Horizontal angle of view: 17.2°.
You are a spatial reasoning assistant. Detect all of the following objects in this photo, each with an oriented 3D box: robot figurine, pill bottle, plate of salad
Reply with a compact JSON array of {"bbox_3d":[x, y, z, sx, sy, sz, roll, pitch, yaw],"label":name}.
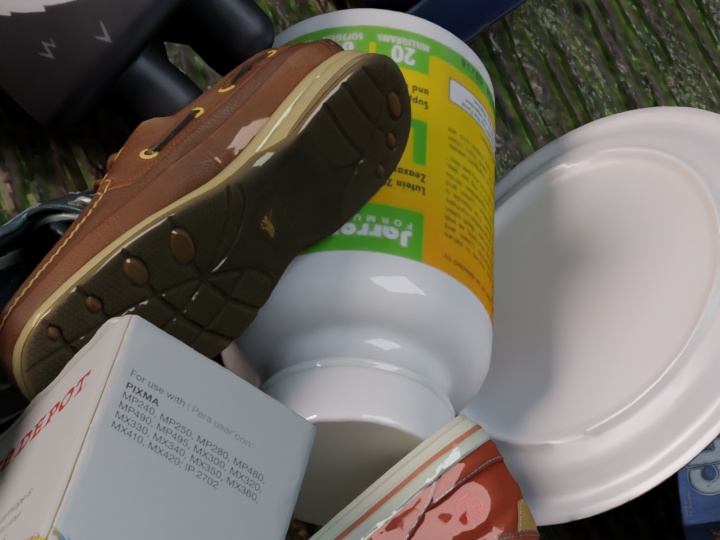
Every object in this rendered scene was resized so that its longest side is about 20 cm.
[{"bbox_3d":[-0.127,-0.138,0.970,0.200,0.125,0.150,43,44,-4],"label":"robot figurine"},{"bbox_3d":[0.000,0.000,0.982,0.111,0.111,0.201,23,49,-24],"label":"pill bottle"},{"bbox_3d":[0.101,0.021,0.997,0.048,0.200,0.201,41,39,-38],"label":"plate of salad"}]

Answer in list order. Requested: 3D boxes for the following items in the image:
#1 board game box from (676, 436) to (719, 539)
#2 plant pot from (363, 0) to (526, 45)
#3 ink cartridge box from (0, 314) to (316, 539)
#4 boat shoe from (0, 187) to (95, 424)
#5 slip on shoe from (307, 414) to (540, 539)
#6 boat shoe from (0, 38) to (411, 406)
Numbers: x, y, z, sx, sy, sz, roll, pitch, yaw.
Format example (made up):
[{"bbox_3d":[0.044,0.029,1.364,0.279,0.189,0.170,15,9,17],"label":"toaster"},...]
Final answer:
[{"bbox_3d":[0.157,0.055,1.061,0.034,0.136,0.201,-8,54,9],"label":"board game box"},{"bbox_3d":[0.051,-0.227,1.131,0.180,0.200,0.200,48,43,-10],"label":"plant pot"},{"bbox_3d":[-0.102,0.136,0.781,0.083,0.146,0.200,32,46,-15],"label":"ink cartridge box"},{"bbox_3d":[-0.112,0.006,0.926,0.073,0.062,0.200,51,44,4],"label":"boat shoe"},{"bbox_3d":[-0.015,0.136,0.855,0.200,0.074,0.061,-41,82,-16],"label":"slip on shoe"},{"bbox_3d":[-0.066,-0.019,0.900,0.067,0.072,0.200,23,53,37],"label":"boat shoe"}]
